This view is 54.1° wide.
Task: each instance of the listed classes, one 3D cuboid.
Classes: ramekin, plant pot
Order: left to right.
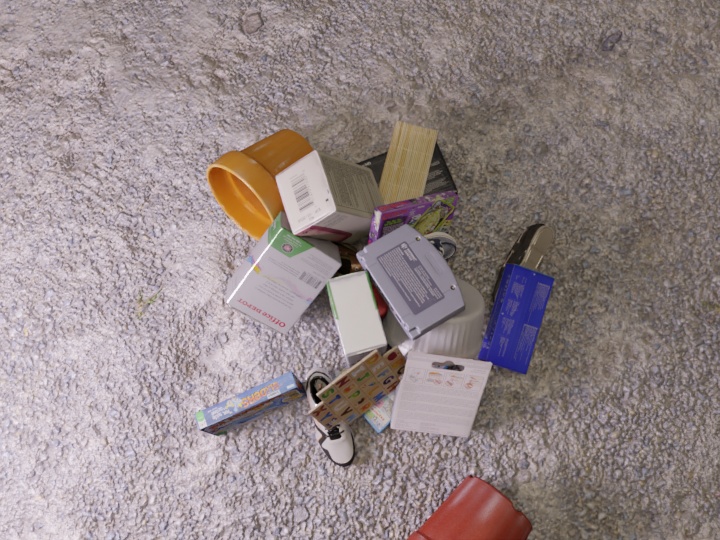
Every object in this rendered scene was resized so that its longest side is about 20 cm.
[{"bbox_3d":[-0.186,-0.191,1.471,0.200,0.201,0.183,39,64,11],"label":"plant pot"},{"bbox_3d":[0.145,0.086,1.362,0.198,0.201,0.099,10,119,5],"label":"ramekin"},{"bbox_3d":[0.196,0.494,1.276,0.200,0.201,0.195,40,73,11],"label":"plant pot"}]

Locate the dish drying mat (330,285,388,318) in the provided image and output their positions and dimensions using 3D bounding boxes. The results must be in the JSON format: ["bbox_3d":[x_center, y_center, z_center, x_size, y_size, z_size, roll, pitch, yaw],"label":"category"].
[{"bbox_3d":[0.040,0.058,1.474,0.199,0.018,0.077,-31,77,-5],"label":"dish drying mat"}]

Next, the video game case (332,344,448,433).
[{"bbox_3d":[0.062,0.208,1.435,0.200,0.018,0.143,-42,78,-8],"label":"video game case"}]

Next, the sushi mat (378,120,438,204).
[{"bbox_3d":[0.095,-0.210,1.464,0.095,0.012,0.202,13,76,6],"label":"sushi mat"}]

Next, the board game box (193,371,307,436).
[{"bbox_3d":[-0.209,0.262,1.373,0.198,0.136,0.035,-23,72,-3],"label":"board game box"}]

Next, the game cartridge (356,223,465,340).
[{"bbox_3d":[0.097,0.015,1.284,0.132,0.041,0.201,-30,65,-6],"label":"game cartridge"}]

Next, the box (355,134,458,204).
[{"bbox_3d":[0.089,-0.182,1.502,0.198,0.079,0.142,-20,78,-2],"label":"box"}]

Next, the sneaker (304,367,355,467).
[{"bbox_3d":[-0.064,0.290,1.383,0.073,0.080,0.202,-21,85,-5],"label":"sneaker"}]

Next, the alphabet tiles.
[{"bbox_3d":[0.002,0.219,1.304,0.199,0.167,0.006,-37,54,-3],"label":"alphabet tiles"}]

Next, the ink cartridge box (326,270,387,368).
[{"bbox_3d":[-0.006,0.101,1.355,0.082,0.200,0.148,-15,76,-4],"label":"ink cartridge box"}]

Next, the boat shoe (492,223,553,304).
[{"bbox_3d":[0.330,-0.010,1.466,0.067,0.057,0.201,38,83,-25],"label":"boat shoe"}]

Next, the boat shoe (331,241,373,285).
[{"bbox_3d":[0.000,0.000,1.442,0.198,0.073,0.068,19,34,26],"label":"boat shoe"}]

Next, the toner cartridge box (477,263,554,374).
[{"bbox_3d":[0.310,0.096,1.408,0.094,0.043,0.202,18,87,-14],"label":"toner cartridge box"}]

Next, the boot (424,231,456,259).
[{"bbox_3d":[0.137,-0.024,1.409,0.199,0.073,0.090,-6,37,-38],"label":"boot"}]

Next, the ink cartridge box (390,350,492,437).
[{"bbox_3d":[0.149,0.226,1.337,0.159,0.202,0.050,7,32,-3],"label":"ink cartridge box"}]

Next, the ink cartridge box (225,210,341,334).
[{"bbox_3d":[-0.153,0.008,1.391,0.145,0.088,0.200,31,110,-22],"label":"ink cartridge box"}]

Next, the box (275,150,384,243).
[{"bbox_3d":[-0.051,-0.137,1.374,0.108,0.199,0.129,-27,73,28],"label":"box"}]

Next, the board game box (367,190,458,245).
[{"bbox_3d":[0.104,-0.088,1.416,0.199,0.121,0.032,-15,45,-33],"label":"board game box"}]
